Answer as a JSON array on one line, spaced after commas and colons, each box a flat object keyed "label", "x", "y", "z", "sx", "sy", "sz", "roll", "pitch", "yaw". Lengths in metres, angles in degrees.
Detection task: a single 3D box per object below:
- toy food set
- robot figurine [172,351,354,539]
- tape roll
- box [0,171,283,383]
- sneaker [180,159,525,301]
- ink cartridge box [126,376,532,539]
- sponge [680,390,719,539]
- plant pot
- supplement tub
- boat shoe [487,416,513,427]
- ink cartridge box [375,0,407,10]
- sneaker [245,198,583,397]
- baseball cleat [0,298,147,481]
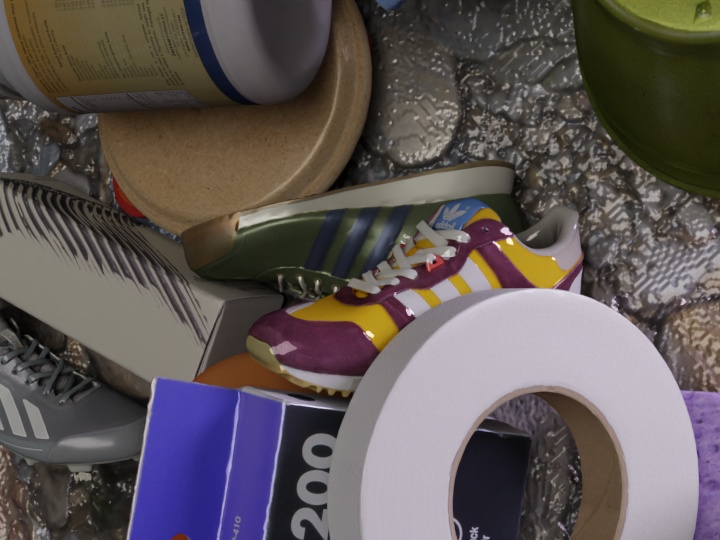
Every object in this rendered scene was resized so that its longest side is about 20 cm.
[{"label": "toy food set", "x": -0.083, "y": -0.112, "z": 0.875, "sx": 0.199, "sy": 0.049, "sz": 0.200, "roll": 30, "pitch": 94, "yaw": 22}, {"label": "robot figurine", "x": -0.050, "y": 0.131, "z": 0.764, "sx": 0.116, "sy": 0.143, "sz": 0.202, "roll": 33, "pitch": 132, "yaw": 42}, {"label": "tape roll", "x": 0.078, "y": 0.110, "z": 0.681, "sx": 0.037, "sy": 0.201, "sz": 0.206, "roll": -1, "pitch": 80, "yaw": 62}, {"label": "box", "x": -0.153, "y": 0.007, "z": 0.865, "sx": 0.198, "sy": 0.082, "sz": 0.069, "roll": 25, "pitch": 102, "yaw": 21}, {"label": "sneaker", "x": 0.000, "y": 0.000, "z": 0.799, "sx": 0.198, "sy": 0.067, "sz": 0.091, "roll": -12, "pitch": 85, "yaw": 1}, {"label": "ink cartridge box", "x": -0.019, "y": 0.163, "z": 0.676, "sx": 0.043, "sy": 0.198, "sz": 0.201, "roll": 3, "pitch": 84, "yaw": 65}, {"label": "sponge", "x": 0.176, "y": 0.165, "z": 0.744, "sx": 0.110, "sy": 0.030, "sz": 0.203, "roll": 1, "pitch": 84, "yaw": 23}, {"label": "plant pot", "x": 0.185, "y": -0.153, "z": 0.695, "sx": 0.198, "sy": 0.193, "sz": 0.203, "roll": -3, "pitch": 81, "yaw": 21}, {"label": "supplement tub", "x": -0.129, "y": -0.164, "z": 0.796, "sx": 0.197, "sy": 0.144, "sz": 0.146, "roll": 0, "pitch": 83, "yaw": 22}, {"label": "boat shoe", "x": 0.041, "y": 0.173, "z": 0.765, "sx": 0.068, "sy": 0.072, "sz": 0.202, "roll": 8, "pitch": 65, "yaw": 23}, {"label": "ink cartridge box", "x": 0.039, "y": -0.240, "z": 0.670, "sx": 0.136, "sy": 0.077, "sz": 0.200, "roll": 45, "pitch": 138, "yaw": -8}, {"label": "sneaker", "x": 0.030, "y": 0.007, "z": 0.717, "sx": 0.075, "sy": 0.198, "sz": 0.091, "roll": 25, "pitch": 114, "yaw": 50}, {"label": "baseball cleat", "x": -0.218, "y": 0.064, "z": 0.882, "sx": 0.198, "sy": 0.070, "sz": 0.108, "roll": 8, "pitch": 111, "yaw": 22}]
